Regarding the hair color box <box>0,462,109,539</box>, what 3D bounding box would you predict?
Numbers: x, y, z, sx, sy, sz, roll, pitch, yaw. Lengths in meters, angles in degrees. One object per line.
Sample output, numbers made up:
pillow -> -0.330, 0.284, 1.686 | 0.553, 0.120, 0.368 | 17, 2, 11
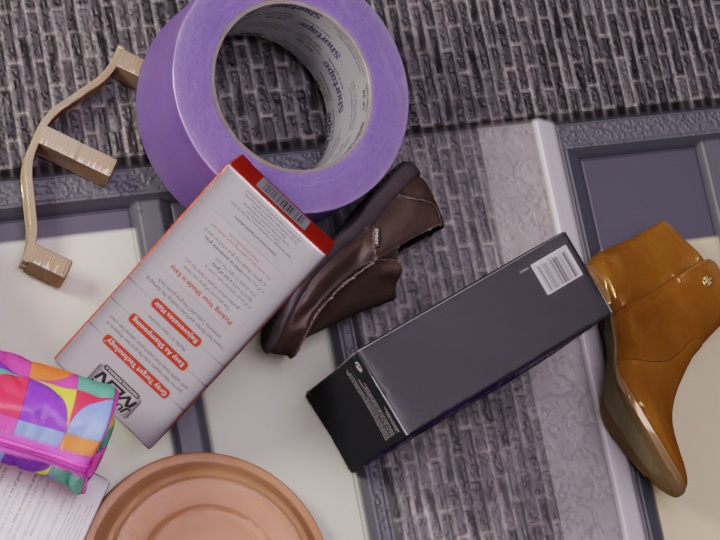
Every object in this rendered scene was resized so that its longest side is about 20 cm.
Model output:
hair color box -> -0.293, 0.158, 1.679 | 0.199, 0.061, 0.101 | 27, 66, -9

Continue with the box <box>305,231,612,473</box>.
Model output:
box -> 0.074, 0.064, 1.783 | 0.199, 0.141, 0.079 | -29, 87, -23

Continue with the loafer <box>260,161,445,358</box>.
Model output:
loafer -> 0.000, 0.000, 1.813 | 0.071, 0.073, 0.200 | 42, 67, -1

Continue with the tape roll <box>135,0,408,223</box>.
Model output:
tape roll -> -0.068, -0.132, 1.810 | 0.199, 0.085, 0.202 | 7, 74, -25

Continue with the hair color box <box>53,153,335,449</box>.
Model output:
hair color box -> -0.122, 0.023, 1.720 | 0.101, 0.061, 0.200 | 43, 101, -2

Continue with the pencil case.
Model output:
pencil case -> -0.270, 0.094, 1.630 | 0.199, 0.088, 0.089 | 16, 70, -13

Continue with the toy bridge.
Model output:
toy bridge -> -0.221, -0.089, 1.794 | 0.067, 0.027, 0.201 | 25, 67, -9

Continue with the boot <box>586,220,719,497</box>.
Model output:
boot -> 0.251, 0.066, 1.876 | 0.143, 0.071, 0.202 | -27, 79, -20

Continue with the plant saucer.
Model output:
plant saucer -> -0.115, 0.234, 1.732 | 0.199, 0.032, 0.202 | 5, 73, -16
